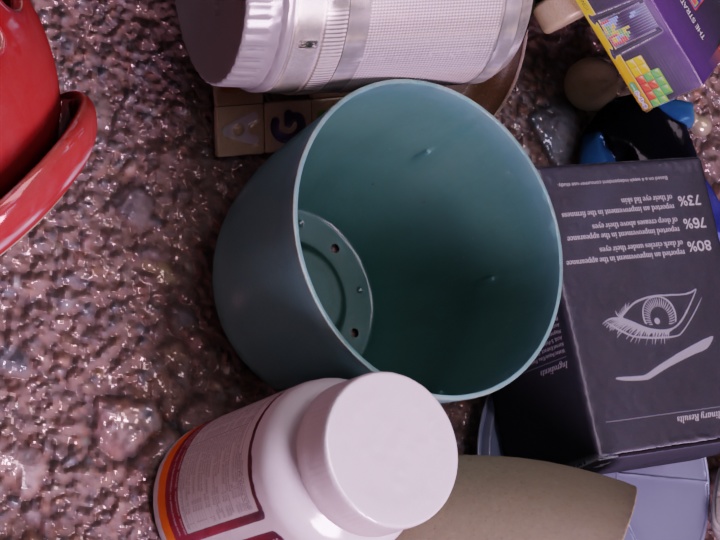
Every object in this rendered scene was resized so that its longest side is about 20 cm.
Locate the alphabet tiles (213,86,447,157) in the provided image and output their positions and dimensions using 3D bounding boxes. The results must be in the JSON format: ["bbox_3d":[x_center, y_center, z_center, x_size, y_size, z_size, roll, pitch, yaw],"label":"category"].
[{"bbox_3d":[-0.019,-0.179,1.662,0.167,0.008,0.200,-7,104,-21],"label":"alphabet tiles"}]

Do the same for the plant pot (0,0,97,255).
[{"bbox_3d":[-0.258,-0.095,1.431,0.183,0.200,0.200,50,55,-19],"label":"plant pot"}]

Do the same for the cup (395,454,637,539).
[{"bbox_3d":[0.066,0.194,1.587,0.143,0.200,0.200,27,59,2],"label":"cup"}]

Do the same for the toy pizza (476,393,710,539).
[{"bbox_3d":[0.157,0.141,1.746,0.200,0.032,0.201,10,70,-31],"label":"toy pizza"}]

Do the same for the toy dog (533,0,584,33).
[{"bbox_3d":[0.147,-0.224,1.830,0.200,0.096,0.132,2,72,-49],"label":"toy dog"}]

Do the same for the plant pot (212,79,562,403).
[{"bbox_3d":[0.000,0.000,1.599,0.200,0.161,0.201,11,69,-32],"label":"plant pot"}]

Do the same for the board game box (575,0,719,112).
[{"bbox_3d":[0.196,-0.237,1.772,0.200,0.057,0.165,56,38,-14],"label":"board game box"}]

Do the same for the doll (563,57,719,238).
[{"bbox_3d":[0.207,-0.064,1.831,0.136,0.048,0.200,-32,95,-27],"label":"doll"}]

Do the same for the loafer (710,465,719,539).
[{"bbox_3d":[0.309,0.136,1.824,0.200,0.070,0.070,-48,142,-38],"label":"loafer"}]

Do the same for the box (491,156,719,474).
[{"bbox_3d":[0.165,0.034,1.699,0.148,0.104,0.200,-4,78,-33],"label":"box"}]

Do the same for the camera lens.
[{"bbox_3d":[-0.001,-0.191,1.575,0.200,0.160,0.160,-5,79,-21],"label":"camera lens"}]

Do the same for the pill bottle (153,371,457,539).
[{"bbox_3d":[-0.033,0.125,1.513,0.109,0.200,0.110,10,71,-31],"label":"pill bottle"}]

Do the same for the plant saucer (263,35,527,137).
[{"bbox_3d":[0.017,-0.164,1.700,0.200,0.032,0.201,-5,104,-22],"label":"plant saucer"}]
